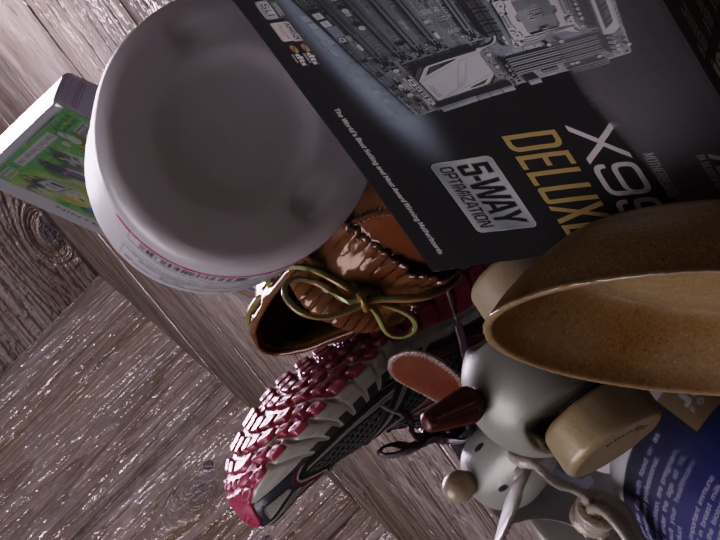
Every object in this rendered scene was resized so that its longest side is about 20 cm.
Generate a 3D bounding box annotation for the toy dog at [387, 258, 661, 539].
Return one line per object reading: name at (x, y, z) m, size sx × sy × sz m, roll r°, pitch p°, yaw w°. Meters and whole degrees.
toy dog at (0.061, 0.073, 1.130) m, size 0.132 × 0.096 × 0.201 m, roll 54°, pitch 159°, yaw 37°

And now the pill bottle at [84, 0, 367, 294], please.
pill bottle at (-0.061, -0.049, 1.085) m, size 0.113 × 0.113 × 0.200 m, roll 45°, pitch 172°, yaw -3°

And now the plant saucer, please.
plant saucer at (0.144, 0.009, 0.936) m, size 0.198 × 0.036 × 0.200 m, roll 2°, pitch 166°, yaw 1°

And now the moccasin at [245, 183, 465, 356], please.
moccasin at (-0.001, -0.001, 1.170) m, size 0.073 × 0.078 × 0.201 m, roll 28°, pitch 157°, yaw -24°

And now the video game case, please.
video game case at (-0.097, -0.036, 1.327) m, size 0.181 × 0.022 × 0.200 m, roll 24°, pitch 164°, yaw -15°

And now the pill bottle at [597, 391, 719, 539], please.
pill bottle at (0.185, 0.094, 1.160) m, size 0.200 × 0.116 × 0.116 m, roll 38°, pitch 169°, yaw 39°

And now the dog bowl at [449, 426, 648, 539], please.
dog bowl at (0.122, 0.127, 1.320) m, size 0.200 × 0.059 × 0.200 m, roll 50°, pitch -174°, yaw -7°

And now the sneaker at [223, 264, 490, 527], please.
sneaker at (0.020, 0.060, 1.233) m, size 0.075 × 0.200 × 0.081 m, roll 57°, pitch 159°, yaw -12°

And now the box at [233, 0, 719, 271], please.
box at (0.053, -0.085, 0.909) m, size 0.157 × 0.050 × 0.200 m, roll -6°, pitch 139°, yaw 32°
